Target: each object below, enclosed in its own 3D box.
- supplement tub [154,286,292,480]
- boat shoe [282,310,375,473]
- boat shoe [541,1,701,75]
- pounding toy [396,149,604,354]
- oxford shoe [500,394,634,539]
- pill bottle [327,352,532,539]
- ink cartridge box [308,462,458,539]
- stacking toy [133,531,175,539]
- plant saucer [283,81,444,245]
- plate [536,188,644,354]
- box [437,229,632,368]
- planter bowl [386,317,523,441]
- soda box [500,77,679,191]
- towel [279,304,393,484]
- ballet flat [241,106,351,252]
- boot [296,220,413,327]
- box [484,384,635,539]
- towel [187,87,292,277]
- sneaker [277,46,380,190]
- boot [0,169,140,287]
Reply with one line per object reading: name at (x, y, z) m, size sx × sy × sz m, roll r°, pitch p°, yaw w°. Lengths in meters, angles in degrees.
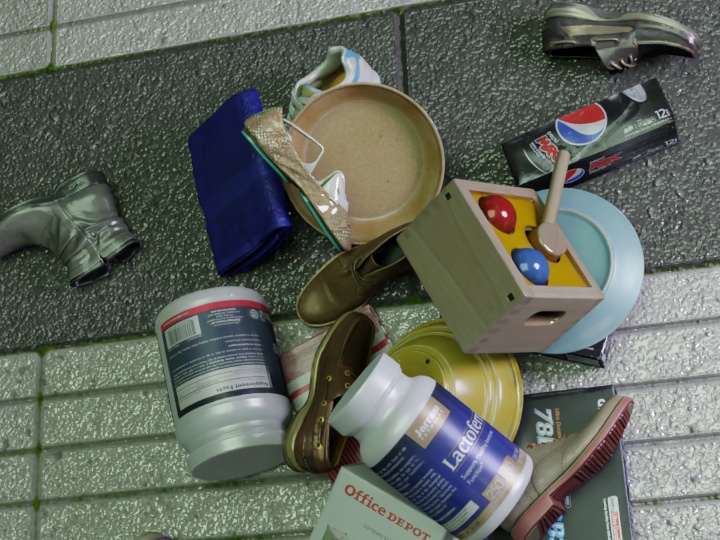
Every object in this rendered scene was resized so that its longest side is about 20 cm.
supplement tub at (-0.160, 0.133, 1.719) m, size 0.140 × 0.140 × 0.201 m, roll -18°, pitch 68°, yaw 10°
boat shoe at (-0.021, 0.142, 1.675) m, size 0.067 × 0.072 × 0.201 m, roll 4°, pitch 64°, yaw 41°
boat shoe at (0.313, -0.273, 1.764) m, size 0.199 × 0.074 × 0.074 m, roll 14°, pitch 86°, yaw 29°
pounding toy at (0.171, -0.026, 1.581) m, size 0.142 × 0.200 × 0.185 m, roll -45°, pitch 62°, yaw 30°
oxford shoe at (0.215, 0.202, 1.575) m, size 0.200 × 0.070 × 0.075 m, roll -47°, pitch 61°, yaw -6°
pill bottle at (0.071, 0.183, 1.517) m, size 0.200 × 0.116 × 0.116 m, roll 38°, pitch 85°, yaw -3°
ink cartridge box at (0.011, 0.332, 1.606) m, size 0.144 × 0.085 × 0.201 m, roll 26°, pitch 95°, yaw 23°
stacking toy at (-0.179, 0.358, 1.649) m, size 0.199 × 0.085 × 0.086 m, roll 8°, pitch 73°, yaw 37°
plant saucer at (0.004, -0.132, 1.778) m, size 0.199 × 0.035 × 0.201 m, roll 1°, pitch 105°, yaw 5°
plate at (0.222, -0.004, 1.661) m, size 0.199 × 0.026 × 0.201 m, roll -6°, pitch 69°, yaw 15°
box at (0.207, 0.016, 1.700) m, size 0.199 × 0.050 × 0.158 m, roll 12°, pitch 76°, yaw 20°
planter bowl at (0.075, 0.142, 1.628) m, size 0.200 × 0.083 × 0.201 m, roll -10°, pitch 72°, yaw 31°
soda box at (0.273, -0.152, 1.726) m, size 0.199 × 0.071 × 0.064 m, roll -23°, pitch 66°, yaw 8°
towel at (-0.005, 0.155, 1.731) m, size 0.144 × 0.023 × 0.201 m, roll -31°, pitch 66°, yaw 5°
ballet flat at (-0.059, -0.113, 1.737) m, size 0.065 × 0.071 × 0.200 m, roll -39°, pitch 102°, yaw 1°
boot at (0.000, 0.000, 1.749) m, size 0.200 × 0.075 × 0.074 m, roll -34°, pitch 82°, yaw 11°
box at (0.200, 0.239, 1.629) m, size 0.197 × 0.050 × 0.201 m, roll -8°, pitch 70°, yaw 15°
towel at (-0.147, -0.109, 1.821) m, size 0.148 × 0.049 × 0.201 m, roll -34°, pitch 63°, yaw 42°
sneaker at (-0.064, -0.191, 1.822) m, size 0.076 × 0.081 × 0.200 m, roll 34°, pitch 86°, yaw 43°
boot at (-0.393, -0.034, 1.888) m, size 0.199 × 0.068 × 0.131 m, roll -28°, pitch 72°, yaw 7°
